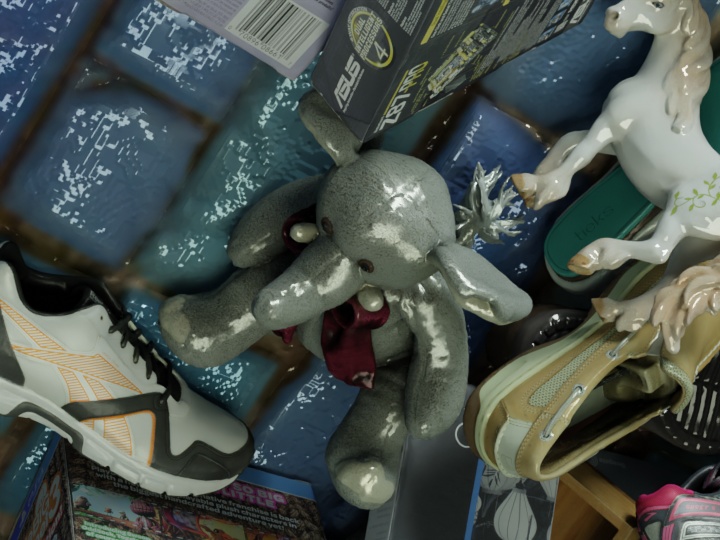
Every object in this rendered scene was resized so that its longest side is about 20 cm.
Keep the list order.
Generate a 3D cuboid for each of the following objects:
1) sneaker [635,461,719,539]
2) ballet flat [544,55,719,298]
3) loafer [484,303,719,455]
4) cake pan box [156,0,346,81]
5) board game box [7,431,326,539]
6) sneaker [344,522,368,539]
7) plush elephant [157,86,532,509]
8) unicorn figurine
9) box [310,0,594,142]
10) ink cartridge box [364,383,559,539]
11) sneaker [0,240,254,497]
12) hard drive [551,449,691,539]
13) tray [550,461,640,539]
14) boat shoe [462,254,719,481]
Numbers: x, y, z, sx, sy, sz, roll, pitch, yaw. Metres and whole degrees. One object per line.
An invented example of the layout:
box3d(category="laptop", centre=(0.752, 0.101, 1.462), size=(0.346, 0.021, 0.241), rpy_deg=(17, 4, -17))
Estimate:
box3d(category="sneaker", centre=(0.235, 0.135, 1.226), size=(0.080, 0.199, 0.075), rpy_deg=(-32, 81, 40))
box3d(category="ballet flat", centre=(0.186, -0.056, 1.158), size=(0.069, 0.070, 0.200), rpy_deg=(38, 110, -28))
box3d(category="loafer", centre=(0.152, 0.052, 1.208), size=(0.199, 0.071, 0.073), rpy_deg=(18, 92, -35))
box3d(category="cake pan box", centre=(-0.044, -0.201, 0.958), size=(0.199, 0.052, 0.184), rpy_deg=(28, 120, -31))
box3d(category="board game box", centre=(-0.099, 0.191, 1.148), size=(0.159, 0.200, 0.097), rpy_deg=(17, 115, -20))
box3d(category="sneaker", centre=(-0.003, 0.219, 1.245), size=(0.076, 0.077, 0.201), rpy_deg=(-24, 147, -52))
box3d(category="plush elephant", centre=(0.000, 0.000, 1.079), size=(0.200, 0.165, 0.155), rpy_deg=(-43, 161, -4))
box3d(category="unicorn figurine", centre=(0.149, -0.063, 1.104), size=(0.137, 0.074, 0.201), rpy_deg=(-34, 77, 5))
box3d(category="box", centre=(0.073, -0.158, 0.983), size=(0.161, 0.049, 0.200), rpy_deg=(-33, 165, -31))
box3d(category="ink cartridge box", centre=(0.050, 0.163, 1.153), size=(0.099, 0.039, 0.201), rpy_deg=(16, 72, -21))
box3d(category="sneaker", centre=(-0.136, 0.055, 1.138), size=(0.199, 0.074, 0.080), rpy_deg=(27, 108, -25))
box3d(category="hard drive", centre=(0.183, 0.191, 1.302), size=(0.199, 0.042, 0.135), rpy_deg=(21, 112, -22))
box3d(category="tray", centre=(0.078, 0.194, 1.252), size=(0.037, 0.099, 0.201), rpy_deg=(-10, 135, -58))
box3d(category="boat shoe", centre=(0.151, 0.050, 1.114), size=(0.200, 0.076, 0.072), rpy_deg=(-38, 123, -16))
